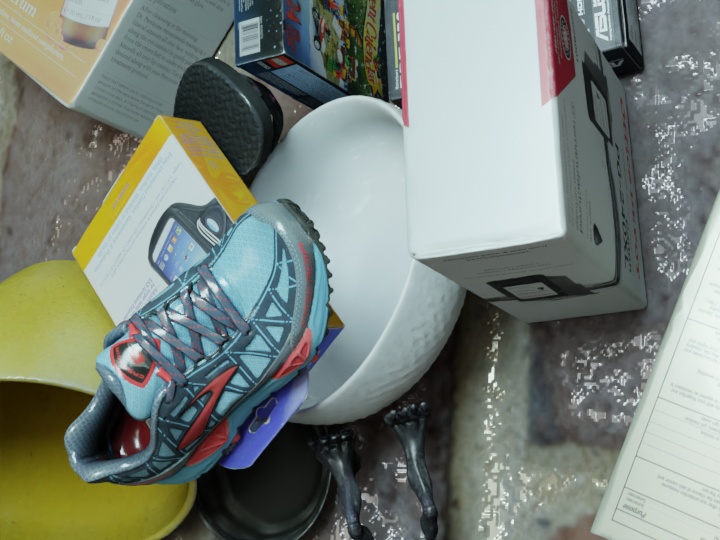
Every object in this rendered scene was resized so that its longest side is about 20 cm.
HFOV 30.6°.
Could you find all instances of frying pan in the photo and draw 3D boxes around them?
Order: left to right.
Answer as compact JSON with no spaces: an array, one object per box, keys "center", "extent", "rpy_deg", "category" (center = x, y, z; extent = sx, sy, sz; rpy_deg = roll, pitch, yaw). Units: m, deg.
[{"center":[-0.068,0.164,0.860],"extent":[0.114,0.031,0.192],"rpy_deg":[2,84,30],"category":"frying pan"}]

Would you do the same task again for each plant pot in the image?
[{"center":[-0.201,0.079,0.878],"extent":[0.199,0.200,0.143],"rpy_deg":[-21,42,23],"category":"plant pot"}]

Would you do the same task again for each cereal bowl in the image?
[{"center":[0.000,0.000,0.813],"extent":[0.199,0.083,0.202],"rpy_deg":[-24,57,44],"category":"cereal bowl"}]

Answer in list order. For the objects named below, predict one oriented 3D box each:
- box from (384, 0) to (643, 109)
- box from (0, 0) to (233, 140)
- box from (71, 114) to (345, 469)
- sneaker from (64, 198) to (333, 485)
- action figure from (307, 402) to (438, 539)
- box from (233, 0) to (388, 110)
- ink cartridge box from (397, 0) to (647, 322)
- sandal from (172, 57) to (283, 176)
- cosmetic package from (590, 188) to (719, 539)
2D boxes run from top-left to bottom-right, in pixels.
[{"center":[0.091,-0.212,0.844],"extent":[0.160,0.049,0.202],"rpy_deg":[-10,75,24],"category":"box"},{"center":[-0.173,-0.222,0.954],"extent":[0.152,0.106,0.201],"rpy_deg":[35,97,29],"category":"box"},{"center":[-0.091,0.018,0.787],"extent":[0.119,0.041,0.200],"rpy_deg":[-51,61,27],"category":"box"},{"center":[-0.089,0.048,0.697],"extent":[0.079,0.095,0.201],"rpy_deg":[47,118,26],"category":"sneaker"},{"center":[0.023,0.186,0.763],"extent":[0.118,0.102,0.202],"rpy_deg":[-18,78,13],"category":"action figure"},{"center":[-0.032,-0.210,0.858],"extent":[0.037,0.136,0.202],"rpy_deg":[-9,76,28],"category":"box"},{"center":[0.094,-0.060,0.726],"extent":[0.083,0.200,0.147],"rpy_deg":[-8,76,22],"category":"ink cartridge box"},{"center":[-0.086,-0.095,0.855],"extent":[0.048,0.200,0.076],"rpy_deg":[-32,92,-19],"category":"sandal"},{"center":[0.212,0.068,0.707],"extent":[0.103,0.073,0.201],"rpy_deg":[22,91,29],"category":"cosmetic package"}]
